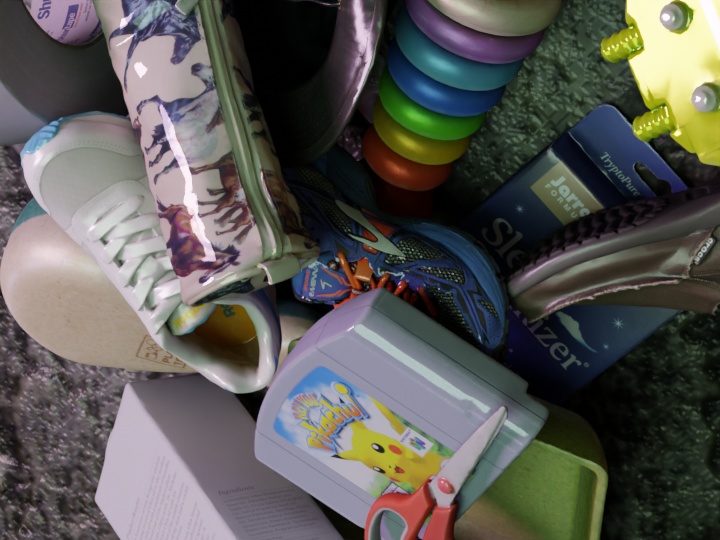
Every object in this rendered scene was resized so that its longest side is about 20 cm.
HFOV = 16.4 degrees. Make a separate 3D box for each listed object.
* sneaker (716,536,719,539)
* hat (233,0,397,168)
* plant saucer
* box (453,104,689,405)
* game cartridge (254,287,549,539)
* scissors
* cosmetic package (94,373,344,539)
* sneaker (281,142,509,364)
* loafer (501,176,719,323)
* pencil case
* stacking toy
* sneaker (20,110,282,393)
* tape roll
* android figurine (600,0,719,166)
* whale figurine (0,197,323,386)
[{"bbox_3d":[0.225,0.204,1.454,0.083,0.072,0.200,20,144,-19],"label":"sneaker"},{"bbox_3d":[-0.028,-0.159,1.391,0.201,0.081,0.201,7,101,43],"label":"hat"},{"bbox_3d":[0.057,0.117,1.480,0.200,0.048,0.200,22,146,16],"label":"plant saucer"},{"bbox_3d":[0.110,0.005,1.440,0.121,0.032,0.200,48,124,-1],"label":"box"},{"bbox_3d":[0.013,0.087,1.402,0.133,0.040,0.200,36,148,1],"label":"game cartridge"},{"bbox_3d":[0.039,0.120,1.376,0.073,0.014,0.200,34,145,20],"label":"scissors"},{"bbox_3d":[-0.082,0.164,1.534,0.200,0.071,0.101,50,134,39],"label":"cosmetic package"},{"bbox_3d":[0.000,0.000,1.388,0.200,0.078,0.075,35,135,27],"label":"sneaker"},{"bbox_3d":[0.172,-0.004,1.351,0.200,0.073,0.071,-18,101,16],"label":"loafer"},{"bbox_3d":[-0.082,-0.077,1.341,0.089,0.078,0.200,138,117,-65],"label":"pencil case"},{"bbox_3d":[0.042,-0.093,1.403,0.085,0.085,0.200,31,129,10],"label":"stacking toy"},{"bbox_3d":[-0.110,-0.011,1.395,0.076,0.081,0.200,-37,124,15],"label":"sneaker"},{"bbox_3d":[-0.191,-0.172,1.403,0.066,0.200,0.200,-7,110,30],"label":"tape roll"},{"bbox_3d":[0.210,-0.127,1.263,0.200,0.041,0.182,-22,87,38],"label":"android figurine"},{"bbox_3d":[-0.117,0.005,1.528,0.200,0.104,0.159,18,146,-7],"label":"whale figurine"}]
